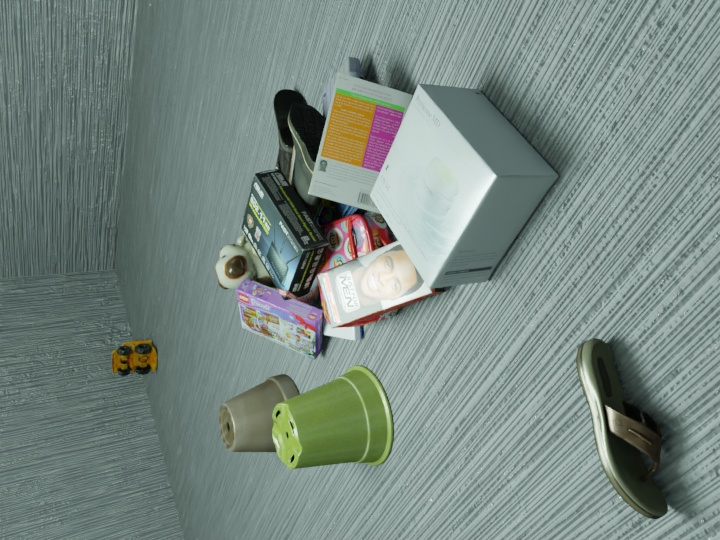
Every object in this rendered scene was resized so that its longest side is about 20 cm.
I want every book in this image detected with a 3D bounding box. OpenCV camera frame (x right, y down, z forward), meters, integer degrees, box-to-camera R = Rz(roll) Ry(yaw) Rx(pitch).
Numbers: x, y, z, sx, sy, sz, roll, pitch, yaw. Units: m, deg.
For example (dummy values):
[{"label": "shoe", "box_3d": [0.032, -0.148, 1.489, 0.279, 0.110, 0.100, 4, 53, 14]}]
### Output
[{"label": "book", "box_3d": [0.000, -0.210, 0.989, 0.048, 0.131, 0.203, -87, 12, -86]}]

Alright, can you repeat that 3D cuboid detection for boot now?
[{"label": "boot", "box_3d": [-0.110, -0.211, 1.130, 0.139, 0.076, 0.202, 116, 149, -44]}, {"label": "boot", "box_3d": [-0.174, -0.290, 1.351, 0.175, 0.068, 0.203, 115, 155, -58]}]

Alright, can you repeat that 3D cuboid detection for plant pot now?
[{"label": "plant pot", "box_3d": [-0.257, 0.378, 1.491, 0.199, 0.171, 0.204, 13, 106, 55]}, {"label": "plant pot", "box_3d": [-0.068, 0.303, 1.159, 0.199, 0.187, 0.204, 13, 105, 57]}]

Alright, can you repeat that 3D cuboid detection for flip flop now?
[{"label": "flip flop", "box_3d": [0.302, 0.172, 0.662, 0.057, 0.080, 0.203, -26, 66, 41]}]

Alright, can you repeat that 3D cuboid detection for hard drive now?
[{"label": "hard drive", "box_3d": [-0.044, 0.037, 1.232, 0.131, 0.025, 0.204, 0, 95, 58]}]

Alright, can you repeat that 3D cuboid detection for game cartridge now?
[{"label": "game cartridge", "box_3d": [-0.032, -0.273, 1.092, 0.129, 0.038, 0.204, -24, 64, 56]}]

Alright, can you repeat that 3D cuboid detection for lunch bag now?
[{"label": "lunch bag", "box_3d": [0.000, 0.000, 1.096, 0.175, 0.081, 0.204, -14, 84, 41]}]

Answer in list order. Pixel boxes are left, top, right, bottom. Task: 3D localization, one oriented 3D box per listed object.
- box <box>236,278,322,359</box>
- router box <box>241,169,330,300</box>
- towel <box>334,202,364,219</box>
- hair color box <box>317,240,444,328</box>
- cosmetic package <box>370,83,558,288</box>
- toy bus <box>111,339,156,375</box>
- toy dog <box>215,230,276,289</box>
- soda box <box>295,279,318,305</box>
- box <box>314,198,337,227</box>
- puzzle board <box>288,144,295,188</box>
[{"label": "box", "box_3d": [-0.178, 0.109, 1.310, 0.197, 0.039, 0.138, 21, 140, 14]}, {"label": "router box", "box_3d": [-0.149, -0.068, 1.124, 0.201, 0.061, 0.151, 55, 141, 25]}, {"label": "towel", "box_3d": [0.001, -0.193, 1.103, 0.201, 0.048, 0.113, -56, 49, 46]}, {"label": "hair color box", "box_3d": [0.031, 0.021, 0.991, 0.198, 0.061, 0.103, -22, 79, 27]}, {"label": "cosmetic package", "box_3d": [0.133, -0.119, 0.835, 0.201, 0.121, 0.201, 59, 139, 34]}, {"label": "toy bus", "box_3d": [-1.083, 0.395, 2.809, 0.192, 0.197, 0.138, -136, 50, -56]}, {"label": "toy dog", "box_3d": [-0.242, -0.011, 1.380, 0.139, 0.197, 0.197, -20, 78, 57]}, {"label": "soda box", "box_3d": [-0.130, 0.002, 1.273, 0.069, 0.063, 0.201, 49, 152, 28]}, {"label": "box", "box_3d": [-0.080, -0.188, 1.220, 0.070, 0.063, 0.203, 39, 127, 49]}, {"label": "puzzle board", "box_3d": [-0.131, -0.184, 1.259, 0.151, 0.017, 0.203, -69, -11, -73]}]
